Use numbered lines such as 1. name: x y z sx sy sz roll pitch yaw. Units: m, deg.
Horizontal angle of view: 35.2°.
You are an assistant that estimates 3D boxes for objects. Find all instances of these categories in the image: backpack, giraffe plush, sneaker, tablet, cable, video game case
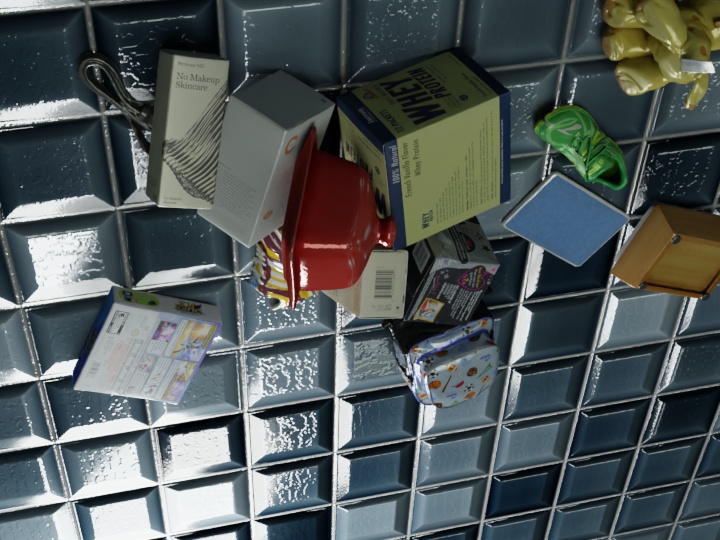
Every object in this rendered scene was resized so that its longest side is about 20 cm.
1. backpack: 0.151 0.145 1.949 0.200 0.154 0.191 -18 146 -6
2. giraffe plush: 0.460 -0.341 1.594 0.162 0.200 0.173 -37 137 -24
3. sneaker: -0.137 -0.010 1.748 0.090 0.075 0.200 -28 134 1
4. sneaker: 0.348 -0.187 1.736 0.200 0.084 0.074 26 120 -35
5. tablet: 0.342 -0.083 1.884 0.200 0.014 0.130 25 121 -34
6. cable: -0.300 -0.221 1.530 0.200 0.050 0.097 34 127 -26
7. video game case: -0.344 0.123 1.824 0.181 0.046 0.200 14 127 -27

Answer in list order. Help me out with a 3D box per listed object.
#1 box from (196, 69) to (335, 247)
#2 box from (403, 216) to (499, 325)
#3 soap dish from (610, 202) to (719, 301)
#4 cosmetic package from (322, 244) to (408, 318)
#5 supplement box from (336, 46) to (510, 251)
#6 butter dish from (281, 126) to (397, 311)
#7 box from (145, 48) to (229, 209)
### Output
1. box: -0.131 -0.153 1.558 0.124 0.097 0.200 -39 158 -50
2. box: 0.111 -0.034 1.719 0.114 0.200 0.132 5 131 -25
3. soap dish: 0.554 -0.028 1.959 0.200 0.081 0.158 8 129 -27
4. cosmetic package: 0.000 0.000 1.698 0.073 0.200 0.104 0 101 -21
5. supplement box: 0.093 -0.170 1.599 0.199 0.134 0.200 -25 137 -16
6. butter dish: -0.024 -0.060 1.531 0.147 0.200 0.200 8 153 1
7. box: -0.229 -0.185 1.496 0.082 0.068 0.201 0 106 -25
